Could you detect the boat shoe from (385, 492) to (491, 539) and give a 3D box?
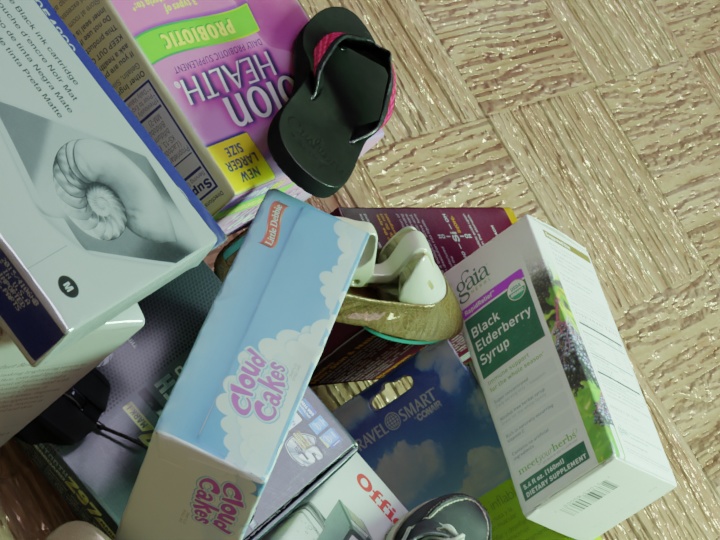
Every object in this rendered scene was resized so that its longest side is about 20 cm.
[{"bbox_3d":[0.046,0.191,1.425,0.073,0.063,0.200,52,34,-3],"label":"boat shoe"}]

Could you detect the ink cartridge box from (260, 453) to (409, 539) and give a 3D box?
[{"bbox_3d":[-0.022,0.225,1.444,0.146,0.084,0.200,49,34,-6],"label":"ink cartridge box"}]

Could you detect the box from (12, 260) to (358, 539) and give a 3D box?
[{"bbox_3d":[-0.122,0.084,1.413,0.157,0.051,0.200,-38,84,-29],"label":"box"}]

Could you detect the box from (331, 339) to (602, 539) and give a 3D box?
[{"bbox_3d":[0.075,0.155,1.584,0.201,0.122,0.048,59,26,10],"label":"box"}]

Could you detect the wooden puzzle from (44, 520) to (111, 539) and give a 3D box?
[{"bbox_3d":[-0.136,0.263,1.236,0.200,0.046,0.186,44,69,-10],"label":"wooden puzzle"}]

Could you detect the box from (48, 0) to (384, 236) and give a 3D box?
[{"bbox_3d":[-0.111,-0.123,1.430,0.201,0.096,0.176,58,34,5],"label":"box"}]

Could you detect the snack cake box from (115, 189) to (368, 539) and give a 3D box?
[{"bbox_3d":[-0.066,0.066,1.312,0.067,0.115,0.201,24,47,-2],"label":"snack cake box"}]

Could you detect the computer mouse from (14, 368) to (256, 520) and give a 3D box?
[{"bbox_3d":[-0.145,0.090,1.354,0.199,0.034,0.059,30,63,-6],"label":"computer mouse"}]

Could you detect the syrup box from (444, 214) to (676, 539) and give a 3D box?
[{"bbox_3d":[0.130,0.071,1.548,0.081,0.079,0.201,26,37,-46],"label":"syrup box"}]

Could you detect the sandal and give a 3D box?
[{"bbox_3d":[-0.008,-0.109,1.402,0.075,0.045,0.200,40,28,-13],"label":"sandal"}]

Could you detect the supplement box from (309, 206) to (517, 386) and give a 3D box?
[{"bbox_3d":[0.030,0.017,1.663,0.199,0.110,0.086,-2,61,-50],"label":"supplement box"}]

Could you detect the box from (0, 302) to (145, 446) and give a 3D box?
[{"bbox_3d":[-0.239,0.017,1.270,0.106,0.200,0.153,-5,63,-50],"label":"box"}]

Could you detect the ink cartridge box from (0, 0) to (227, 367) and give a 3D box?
[{"bbox_3d":[-0.165,-0.070,1.220,0.200,0.041,0.200,52,34,0],"label":"ink cartridge box"}]

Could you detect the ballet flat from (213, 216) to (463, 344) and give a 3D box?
[{"bbox_3d":[0.000,0.000,1.492,0.199,0.073,0.068,11,38,-32],"label":"ballet flat"}]
